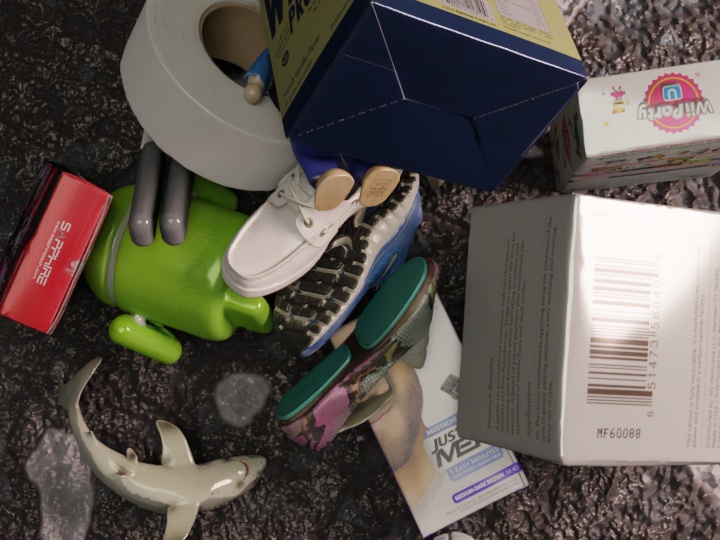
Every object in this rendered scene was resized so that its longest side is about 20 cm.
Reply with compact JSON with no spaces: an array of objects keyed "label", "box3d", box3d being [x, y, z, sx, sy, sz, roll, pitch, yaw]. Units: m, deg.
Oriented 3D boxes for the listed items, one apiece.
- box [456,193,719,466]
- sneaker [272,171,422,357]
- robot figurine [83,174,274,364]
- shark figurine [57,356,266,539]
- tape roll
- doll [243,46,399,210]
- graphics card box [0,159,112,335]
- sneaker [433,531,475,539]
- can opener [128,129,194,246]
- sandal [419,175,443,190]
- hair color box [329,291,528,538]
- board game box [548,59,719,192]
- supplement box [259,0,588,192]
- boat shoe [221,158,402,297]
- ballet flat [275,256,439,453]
[{"label":"box","box3d":[0.203,0.050,0.893,0.197,0.171,0.203,5,87,-24]},{"label":"sneaker","box3d":[0.000,0.000,0.971,0.078,0.090,0.201,24,68,36]},{"label":"robot figurine","box3d":[-0.164,-0.009,0.976,0.197,0.116,0.178,17,77,12]},{"label":"shark figurine","box3d":[-0.208,0.185,0.997,0.212,0.090,0.129,28,55,-3]},{"label":"tape roll","box3d":[-0.105,-0.172,0.949,0.203,0.202,0.071,47,134,5]},{"label":"doll","box3d":[-0.028,-0.143,0.892,0.134,0.049,0.202,-7,57,-23]},{"label":"graphics card box","box3d":[-0.274,-0.027,0.951,0.050,0.200,0.127,24,90,-21]},{"label":"sneaker","box3d":[0.023,0.302,0.962,0.198,0.091,0.078,-35,84,2]},{"label":"can opener","box3d":[-0.171,-0.102,0.944,0.052,0.067,0.202,-2,46,0]},{"label":"sandal","box3d":[0.032,-0.172,0.997,0.057,0.080,0.203,-30,98,-1]},{"label":"hair color box","box3d":[0.061,0.124,0.985,0.108,0.065,0.203,-27,84,3]},{"label":"board game box","box3d":[0.244,-0.116,0.915,0.145,0.200,0.066,-7,86,3]},{"label":"supplement box","box3d":[0.039,-0.198,0.848,0.197,0.135,0.202,12,48,-30]},{"label":"boat shoe","box3d":[-0.041,-0.062,0.907,0.071,0.070,0.200,40,69,15]},{"label":"ballet flat","box3d":[0.011,0.077,0.931,0.071,0.069,0.200,38,100,-24]}]
